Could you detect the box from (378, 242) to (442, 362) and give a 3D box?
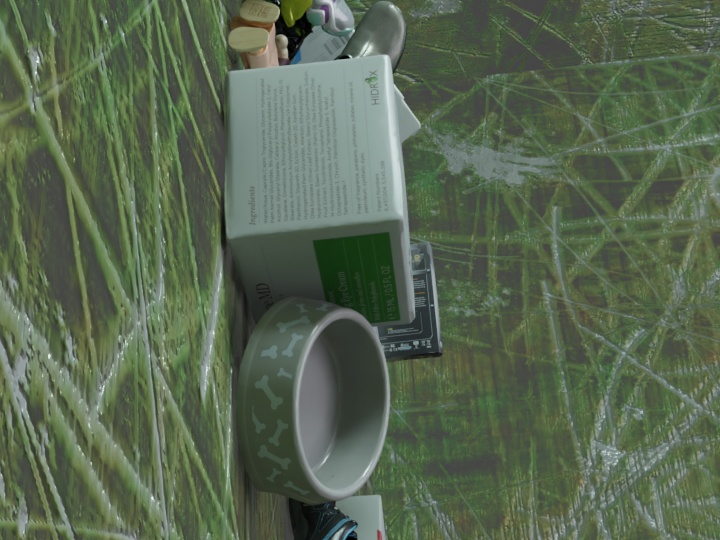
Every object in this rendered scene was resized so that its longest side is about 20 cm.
[{"bbox_3d":[0.012,0.052,1.820,0.048,0.196,0.161,52,31,-78],"label":"box"}]

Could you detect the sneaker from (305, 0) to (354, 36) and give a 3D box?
[{"bbox_3d":[-0.037,-0.377,1.475,0.200,0.139,0.078,46,23,-28],"label":"sneaker"}]

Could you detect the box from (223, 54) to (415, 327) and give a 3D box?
[{"bbox_3d":[-0.039,-0.070,1.271,0.200,0.168,0.203,80,6,-59],"label":"box"}]

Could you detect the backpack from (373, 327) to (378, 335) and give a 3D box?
[{"bbox_3d":[-0.042,0.085,1.402,0.202,0.124,0.168,-97,176,-48],"label":"backpack"}]

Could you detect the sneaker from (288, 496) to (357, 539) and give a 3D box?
[{"bbox_3d":[-0.041,0.297,1.453,0.201,0.080,0.074,-94,175,-55],"label":"sneaker"}]

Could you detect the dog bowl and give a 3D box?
[{"bbox_3d":[-0.037,0.124,1.202,0.199,0.058,0.204,-1,91,-59],"label":"dog bowl"}]

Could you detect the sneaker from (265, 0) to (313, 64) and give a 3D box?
[{"bbox_3d":[-0.091,-0.300,1.546,0.071,0.081,0.202,81,5,-54],"label":"sneaker"}]

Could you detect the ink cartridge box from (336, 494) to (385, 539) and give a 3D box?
[{"bbox_3d":[0.002,0.473,1.996,0.146,0.082,0.202,-92,175,-48],"label":"ink cartridge box"}]

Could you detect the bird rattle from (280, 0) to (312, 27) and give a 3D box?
[{"bbox_3d":[-0.103,-0.363,1.348,0.199,0.113,0.164,37,12,-40],"label":"bird rattle"}]

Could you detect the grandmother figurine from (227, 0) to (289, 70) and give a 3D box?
[{"bbox_3d":[-0.105,-0.208,1.409,0.201,0.060,0.122,85,28,-57],"label":"grandmother figurine"}]

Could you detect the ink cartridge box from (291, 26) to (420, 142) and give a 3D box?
[{"bbox_3d":[-0.023,-0.232,1.643,0.201,0.115,0.067,53,4,-4],"label":"ink cartridge box"}]

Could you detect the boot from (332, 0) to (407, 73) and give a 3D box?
[{"bbox_3d":[-0.006,-0.238,1.522,0.202,0.067,0.131,-62,175,1],"label":"boot"}]
